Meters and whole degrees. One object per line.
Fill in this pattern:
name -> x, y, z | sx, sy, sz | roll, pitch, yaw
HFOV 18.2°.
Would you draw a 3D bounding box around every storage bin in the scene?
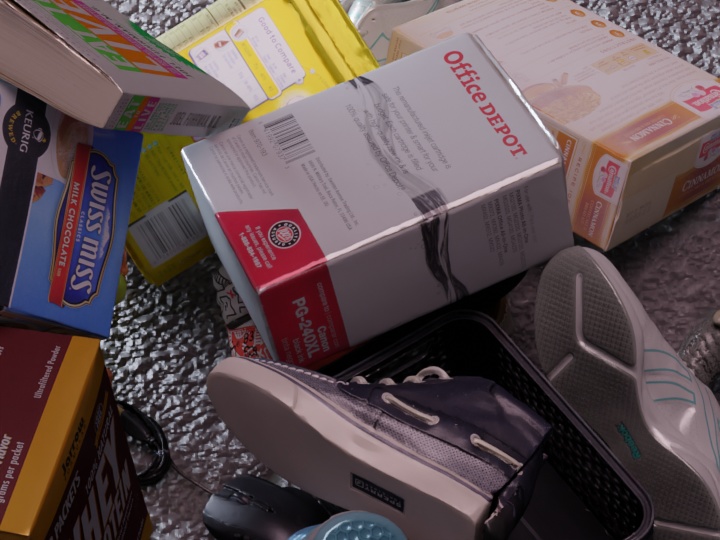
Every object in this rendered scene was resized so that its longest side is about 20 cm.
storage bin -> 0.070, 0.138, 1.347 | 0.135, 0.094, 0.200 | -29, 55, -17

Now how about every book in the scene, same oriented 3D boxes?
book -> -0.158, -0.124, 1.342 | 0.134, 0.200, 0.048 | 35, 101, 13

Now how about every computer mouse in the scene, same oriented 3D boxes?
computer mouse -> -0.094, 0.131, 1.407 | 0.200, 0.034, 0.059 | 28, 60, 26

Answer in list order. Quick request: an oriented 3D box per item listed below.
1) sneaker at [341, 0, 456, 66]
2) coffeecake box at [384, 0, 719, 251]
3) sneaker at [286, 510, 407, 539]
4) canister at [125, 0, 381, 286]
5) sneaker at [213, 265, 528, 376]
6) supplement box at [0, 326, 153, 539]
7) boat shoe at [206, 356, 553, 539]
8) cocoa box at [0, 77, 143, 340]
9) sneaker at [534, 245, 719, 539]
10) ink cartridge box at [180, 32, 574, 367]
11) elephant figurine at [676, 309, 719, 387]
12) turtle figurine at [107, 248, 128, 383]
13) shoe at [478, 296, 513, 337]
sneaker -> -0.008, -0.144, 1.573 | 0.070, 0.080, 0.200 | 22, 55, 40
coffeecake box -> 0.137, -0.110, 1.518 | 0.200, 0.073, 0.153 | 32, 38, 28
sneaker -> -0.008, 0.237, 1.293 | 0.079, 0.131, 0.200 | 1, 86, -17
canister -> -0.087, -0.099, 1.474 | 0.200, 0.087, 0.149 | -31, 79, -3
sneaker -> -0.001, 0.000, 1.427 | 0.201, 0.067, 0.108 | -27, 73, 17
supplement box -> -0.244, 0.137, 1.310 | 0.197, 0.200, 0.133 | 7, 53, 12
boat shoe -> 0.015, 0.088, 1.295 | 0.200, 0.075, 0.093 | 30, 53, 17
cocoa box -> -0.245, -0.028, 1.342 | 0.200, 0.131, 0.133 | -8, 68, 48
sneaker -> 0.170, 0.074, 1.361 | 0.080, 0.070, 0.200 | -29, 93, -54
ink cartridge box -> 0.012, -0.044, 1.368 | 0.200, 0.083, 0.145 | -23, 45, -8
elephant figurine -> 0.291, 0.021, 1.413 | 0.141, 0.155, 0.200 | 28, 63, -17
turtle figurine -> -0.203, -0.004, 1.457 | 0.161, 0.200, 0.064 | 8, 19, 39
shoe -> 0.010, 0.012, 1.486 | 0.200, 0.053, 0.070 | 18, 86, 24
